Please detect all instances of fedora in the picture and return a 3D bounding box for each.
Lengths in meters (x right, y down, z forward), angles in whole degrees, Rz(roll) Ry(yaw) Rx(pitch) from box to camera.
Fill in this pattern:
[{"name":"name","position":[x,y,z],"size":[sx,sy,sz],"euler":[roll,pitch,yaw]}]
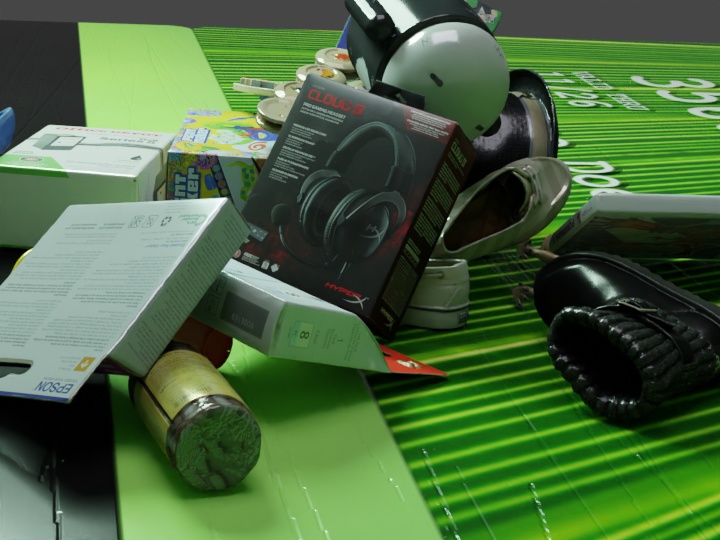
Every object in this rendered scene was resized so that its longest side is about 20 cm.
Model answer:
[{"name":"fedora","position":[0.116,-0.118,1.685],"size":[0.091,0.202,0.201],"euler":[11,13,-21]}]

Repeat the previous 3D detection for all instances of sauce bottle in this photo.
[{"name":"sauce bottle","position":[-0.124,0.086,1.173],"size":[0.064,0.065,0.200],"euler":[-3,19,-20]}]

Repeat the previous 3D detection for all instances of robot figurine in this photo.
[{"name":"robot figurine","position":[0.057,-0.191,1.534],"size":[0.149,0.125,0.200],"euler":[-3,34,-18]}]

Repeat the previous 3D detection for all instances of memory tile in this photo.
[{"name":"memory tile","position":[0.000,-0.158,1.593],"size":[0.152,0.017,0.200],"euler":[19,32,13]}]

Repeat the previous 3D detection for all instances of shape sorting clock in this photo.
[{"name":"shape sorting clock","position":[-0.030,-0.176,1.713],"size":[0.198,0.040,0.200],"euler":[3,7,0]}]

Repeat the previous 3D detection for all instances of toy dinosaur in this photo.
[{"name":"toy dinosaur","position":[0.187,0.011,1.548],"size":[0.101,0.059,0.200],"euler":[13,10,-30]}]

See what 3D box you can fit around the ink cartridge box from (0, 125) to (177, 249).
[{"name":"ink cartridge box","position":[-0.270,-0.082,1.678],"size":[0.144,0.085,0.200],"euler":[5,16,4]}]

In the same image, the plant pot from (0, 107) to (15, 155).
[{"name":"plant pot","position":[-0.449,-0.150,1.624],"size":[0.199,0.180,0.200],"euler":[-30,13,7]}]

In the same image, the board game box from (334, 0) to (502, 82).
[{"name":"board game box","position":[0.050,-0.230,1.711],"size":[0.134,0.029,0.200],"euler":[27,-26,-2]}]

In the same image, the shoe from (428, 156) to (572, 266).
[{"name":"shoe","position":[0.127,-0.053,1.537],"size":[0.199,0.070,0.053],"euler":[-30,0,-32]}]

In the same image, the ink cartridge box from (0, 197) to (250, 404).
[{"name":"ink cartridge box","position":[-0.202,0.029,1.233],"size":[0.196,0.043,0.200],"euler":[1,46,45]}]

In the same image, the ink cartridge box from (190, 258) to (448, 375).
[{"name":"ink cartridge box","position":[-0.043,0.032,1.313],"size":[0.199,0.048,0.160],"euler":[10,9,-45]}]

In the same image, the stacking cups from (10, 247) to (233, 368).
[{"name":"stacking cups","position":[-0.189,0.036,1.358],"size":[0.199,0.061,0.060],"euler":[18,21,27]}]

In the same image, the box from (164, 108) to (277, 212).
[{"name":"box","position":[-0.083,-0.073,1.619],"size":[0.191,0.123,0.200],"euler":[4,17,-1]}]

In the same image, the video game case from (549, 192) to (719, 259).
[{"name":"video game case","position":[0.296,-0.040,1.622],"size":[0.198,0.023,0.182],"euler":[1,-12,-8]}]

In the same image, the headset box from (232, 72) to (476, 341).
[{"name":"headset box","position":[-0.005,-0.063,1.425],"size":[0.148,0.201,0.077],"euler":[22,-10,22]}]

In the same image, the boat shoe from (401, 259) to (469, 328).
[{"name":"boat shoe","position":[0.000,0.000,1.481],"size":[0.199,0.070,0.071],"euler":[10,17,18]}]

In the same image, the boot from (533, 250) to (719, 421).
[{"name":"boot","position":[0.187,0.046,1.347],"size":[0.210,0.080,0.157],"euler":[19,22,41]}]
